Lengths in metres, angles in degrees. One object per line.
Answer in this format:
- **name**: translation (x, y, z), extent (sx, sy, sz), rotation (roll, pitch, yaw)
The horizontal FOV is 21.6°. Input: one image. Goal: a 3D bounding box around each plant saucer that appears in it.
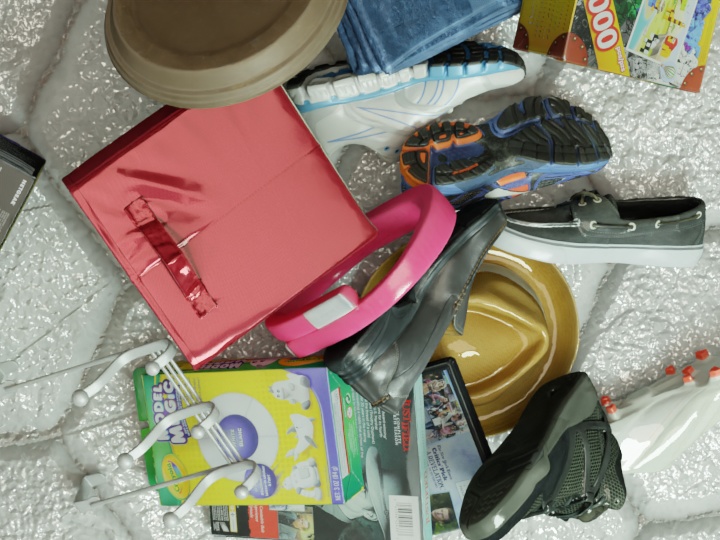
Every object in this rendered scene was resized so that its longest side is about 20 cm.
- **plant saucer**: translation (-0.105, -0.212, 1.433), extent (0.199, 0.201, 0.030), rotation (-29, 145, -2)

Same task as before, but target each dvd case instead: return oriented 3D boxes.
- **dvd case**: translation (-0.039, 0.155, 1.575), extent (0.198, 0.022, 0.148), rotation (0, 100, 24)
- **dvd case**: translation (0.015, 0.162, 1.585), extent (0.198, 0.018, 0.144), rotation (-17, 101, 25)

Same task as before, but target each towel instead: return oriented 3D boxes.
- **towel**: translation (0.067, -0.241, 1.532), extent (0.199, 0.048, 0.113), rotation (-27, 101, -22)

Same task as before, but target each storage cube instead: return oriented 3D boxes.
- **storage cube**: translation (-0.114, -0.050, 1.495), extent (0.179, 0.200, 0.172), rotation (-36, 101, -7)

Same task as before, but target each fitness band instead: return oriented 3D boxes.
- **fitness band**: translation (0.000, 0.000, 1.516), extent (0.037, 0.199, 0.144), rotation (47, 54, -14)

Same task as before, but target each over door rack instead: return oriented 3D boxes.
- **over door rack**: translation (-0.195, 0.135, 1.506), extent (0.199, 0.067, 0.148), rotation (-10, 124, 35)

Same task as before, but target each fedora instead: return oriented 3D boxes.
- **fedora**: translation (0.094, 0.059, 1.591), extent (0.198, 0.082, 0.203), rotation (-1, 99, -7)

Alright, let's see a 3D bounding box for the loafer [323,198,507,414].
- **loafer**: translation (0.056, 0.026, 1.521), extent (0.200, 0.073, 0.072), rotation (-47, 107, -16)

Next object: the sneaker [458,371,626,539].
- **sneaker**: translation (0.157, 0.179, 1.534), extent (0.076, 0.199, 0.115), rotation (-24, 104, 39)

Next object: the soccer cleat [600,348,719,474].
- **soccer cleat**: translation (0.274, 0.127, 1.636), extent (0.198, 0.069, 0.078), rotation (-23, 106, 4)

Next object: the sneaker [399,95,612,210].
- **sneaker**: translation (0.118, -0.091, 1.584), extent (0.198, 0.079, 0.076), rotation (-8, 62, -18)

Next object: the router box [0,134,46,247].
- **router box**: translation (-0.320, -0.006, 1.494), extent (0.052, 0.157, 0.201), rotation (28, 95, -10)

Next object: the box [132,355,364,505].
- **box**: translation (-0.101, 0.133, 1.560), extent (0.198, 0.048, 0.119), rotation (-4, 99, 25)

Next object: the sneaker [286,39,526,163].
- **sneaker**: translation (0.042, -0.137, 1.571), extent (0.198, 0.075, 0.088), rotation (-11, 111, 0)

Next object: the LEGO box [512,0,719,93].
- **LEGO box**: translation (0.223, -0.260, 1.539), extent (0.148, 0.077, 0.202), rotation (8, 98, -31)

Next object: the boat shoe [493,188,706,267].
- **boat shoe**: translation (0.200, -0.041, 1.592), extent (0.198, 0.069, 0.057), rotation (3, 110, -19)
